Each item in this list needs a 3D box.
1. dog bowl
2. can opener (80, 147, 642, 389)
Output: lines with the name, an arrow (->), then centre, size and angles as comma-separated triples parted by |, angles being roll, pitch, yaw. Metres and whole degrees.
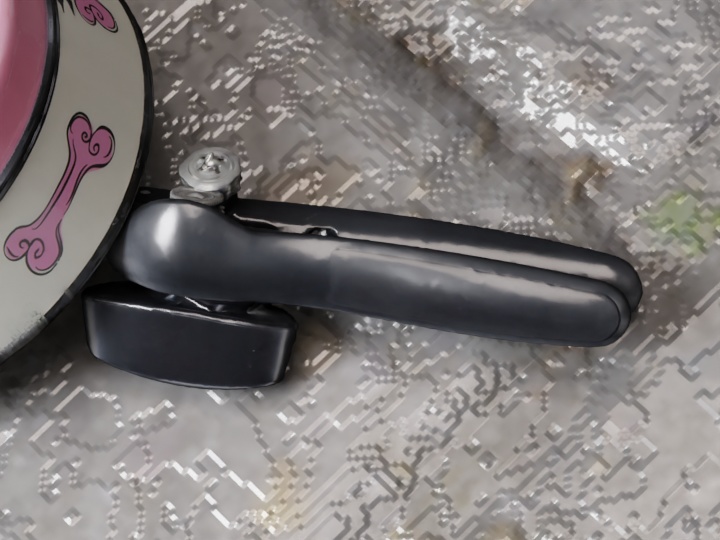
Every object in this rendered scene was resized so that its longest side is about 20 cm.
dog bowl -> -0.178, -0.052, 0.942 | 0.200, 0.074, 0.200 | -13, 57, 21
can opener -> 0.000, 0.000, 0.931 | 0.200, 0.079, 0.063 | 2, 28, 8
